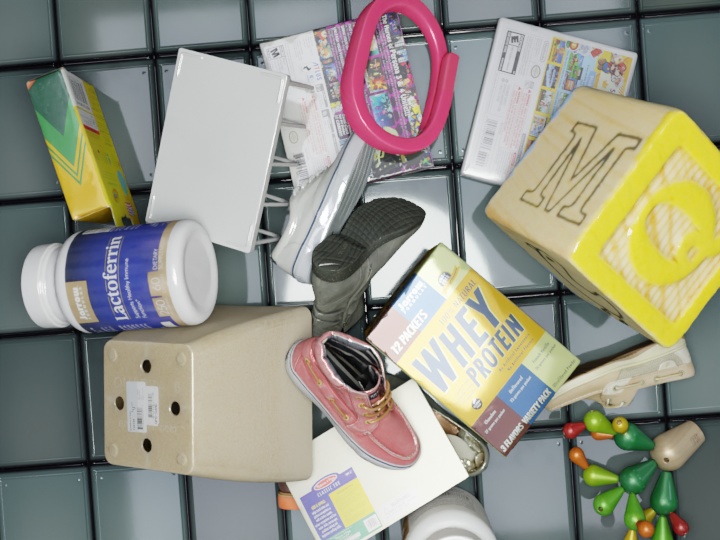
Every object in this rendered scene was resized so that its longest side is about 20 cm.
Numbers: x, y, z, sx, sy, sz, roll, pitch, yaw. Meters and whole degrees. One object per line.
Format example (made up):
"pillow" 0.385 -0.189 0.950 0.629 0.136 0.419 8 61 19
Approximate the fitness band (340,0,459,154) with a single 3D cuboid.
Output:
"fitness band" 0.046 -0.236 1.203 0.142 0.037 0.203 22 70 -27

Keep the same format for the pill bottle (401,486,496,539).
"pill bottle" 0.105 0.329 1.170 0.112 0.200 0.117 0 90 1

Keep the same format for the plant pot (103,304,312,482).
"plant pot" -0.184 0.145 1.147 0.197 0.176 0.204 0 91 31

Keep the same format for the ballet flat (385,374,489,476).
"ballet flat" 0.074 0.188 1.238 0.198 0.064 0.068 30 91 1

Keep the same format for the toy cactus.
"toy cactus" 0.351 0.240 1.226 0.164 0.102 0.202 -33 84 -10

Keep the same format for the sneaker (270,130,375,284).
"sneaker" -0.048 -0.087 1.201 0.070 0.073 0.202 25 85 17

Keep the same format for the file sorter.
"file sorter" -0.147 -0.140 1.189 0.137 0.124 0.204 16 99 16

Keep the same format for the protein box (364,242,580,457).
"protein box" 0.121 0.086 1.169 0.199 0.199 0.135 40 89 1

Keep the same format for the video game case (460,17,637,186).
"video game case" 0.235 -0.195 1.254 0.179 0.023 0.204 15 90 1

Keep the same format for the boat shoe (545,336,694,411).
"boat shoe" 0.315 0.138 1.232 0.197 0.072 0.066 -21 89 -5

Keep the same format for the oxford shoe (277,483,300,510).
"oxford shoe" -0.008 0.250 1.237 0.196 0.071 0.074 -6 89 2

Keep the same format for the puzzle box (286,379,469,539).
"puzzle box" 0.013 0.237 1.193 0.198 0.025 0.134 -31 77 2

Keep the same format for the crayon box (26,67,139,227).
"crayon box" -0.329 -0.130 1.211 0.050 0.127 0.203 -20 89 1

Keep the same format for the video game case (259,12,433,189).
"video game case" -0.017 -0.205 1.250 0.178 0.036 0.204 -15 90 1

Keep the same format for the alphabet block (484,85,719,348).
"alphabet block" 0.297 -0.067 1.136 0.194 0.200 0.198 35 92 -25

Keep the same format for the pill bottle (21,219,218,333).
"pill bottle" -0.269 0.010 1.122 0.196 0.116 0.118 -6 90 15

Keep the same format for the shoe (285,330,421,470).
"shoe" 0.007 0.147 1.115 0.200 0.091 0.072 45 61 -11

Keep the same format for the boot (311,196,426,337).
"boot" 0.000 0.000 1.229 0.067 0.199 0.132 31 135 26
